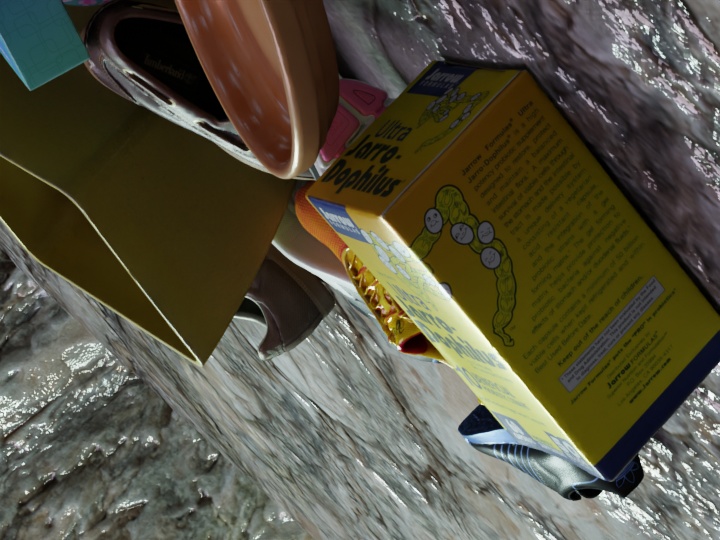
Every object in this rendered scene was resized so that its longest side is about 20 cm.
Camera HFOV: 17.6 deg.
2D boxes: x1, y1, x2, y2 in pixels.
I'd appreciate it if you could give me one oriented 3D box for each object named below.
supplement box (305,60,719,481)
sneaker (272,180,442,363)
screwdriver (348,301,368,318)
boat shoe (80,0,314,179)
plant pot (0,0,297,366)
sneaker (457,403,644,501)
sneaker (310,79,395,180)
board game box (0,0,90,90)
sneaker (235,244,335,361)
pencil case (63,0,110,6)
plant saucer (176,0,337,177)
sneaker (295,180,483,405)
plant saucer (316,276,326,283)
[{"bbox_3d":[0.085,-0.002,1.237,0.200,0.110,0.109,49,168,-21],"label":"supplement box"},{"bbox_3d":[0.000,0.000,1.631,0.200,0.073,0.112,38,166,21],"label":"sneaker"},{"bbox_3d":[0.043,0.047,1.745,0.028,0.029,0.200,51,172,-32],"label":"screwdriver"},{"bbox_3d":[-0.072,-0.106,1.392,0.199,0.071,0.070,18,172,-19],"label":"boat shoe"},{"bbox_3d":[-0.152,-0.091,1.558,0.199,0.177,0.200,28,161,38],"label":"plant pot"},{"bbox_3d":[0.131,0.122,1.620,0.078,0.070,0.200,51,168,-10],"label":"sneaker"},{"bbox_3d":[0.024,-0.034,1.386,0.200,0.074,0.087,45,163,-25],"label":"sneaker"},{"bbox_3d":[-0.235,-0.217,1.369,0.201,0.045,0.152,64,171,-24],"label":"board game box"},{"bbox_3d":[-0.112,-0.009,1.800,0.200,0.076,0.071,37,167,29],"label":"sneaker"},{"bbox_3d":[-0.153,-0.203,1.420,0.088,0.087,0.200,47,168,-16],"label":"pencil case"},{"bbox_3d":[-0.061,-0.148,1.232,0.201,0.037,0.201,60,164,29],"label":"plant saucer"},{"bbox_3d":[0.030,0.007,1.515,0.199,0.077,0.073,37,144,19],"label":"sneaker"},{"bbox_3d":[-0.078,-0.072,1.745,0.200,0.037,0.200,42,169,10],"label":"plant saucer"}]
